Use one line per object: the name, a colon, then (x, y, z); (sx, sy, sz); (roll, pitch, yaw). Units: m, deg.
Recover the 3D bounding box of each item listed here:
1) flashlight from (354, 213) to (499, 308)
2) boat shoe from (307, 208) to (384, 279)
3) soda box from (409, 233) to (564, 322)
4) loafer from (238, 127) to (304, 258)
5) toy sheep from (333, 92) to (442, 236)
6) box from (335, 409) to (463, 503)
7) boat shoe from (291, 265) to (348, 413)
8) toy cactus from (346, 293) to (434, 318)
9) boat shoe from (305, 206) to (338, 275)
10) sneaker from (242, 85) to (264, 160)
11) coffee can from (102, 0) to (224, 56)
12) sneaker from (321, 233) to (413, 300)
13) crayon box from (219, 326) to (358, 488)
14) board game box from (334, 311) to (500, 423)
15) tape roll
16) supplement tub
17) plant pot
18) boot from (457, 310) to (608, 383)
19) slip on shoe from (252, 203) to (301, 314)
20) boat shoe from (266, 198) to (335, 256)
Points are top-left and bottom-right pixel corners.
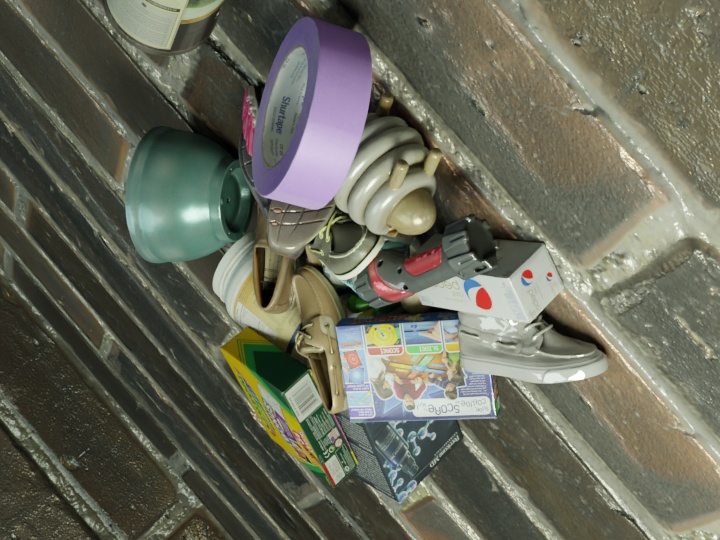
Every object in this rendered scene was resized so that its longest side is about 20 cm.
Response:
flashlight: (0.072, -0.013, 1.373); (0.067, 0.069, 0.199); (24, 151, -27)
boat shoe: (-0.028, -0.038, 1.454); (0.060, 0.072, 0.201); (45, 172, -16)
soda box: (0.139, 0.006, 1.409); (0.199, 0.068, 0.064); (9, 134, 55)
loafer: (-0.118, -0.107, 1.610); (0.063, 0.071, 0.202); (100, 152, -58)
toy sheep: (0.019, -0.119, 1.372); (0.201, 0.137, 0.139); (54, 159, 25)
box: (0.043, 0.206, 1.757); (0.106, 0.148, 0.202); (22, 144, 45)
boat shoe: (-0.052, 0.091, 1.623); (0.071, 0.064, 0.203); (-36, 75, 57)
toy cactus: (0.075, 0.061, 1.597); (0.199, 0.102, 0.167); (38, 135, 28)
boat shoe: (-0.047, -0.050, 1.645); (0.201, 0.071, 0.066); (96, 162, -53)
sneaker: (-0.092, -0.159, 1.566); (0.074, 0.086, 0.202); (106, 143, -57)
coffee can: (-0.215, -0.359, 1.394); (0.147, 0.146, 0.200); (49, 155, 0)
sneaker: (0.000, 0.000, 1.563); (0.076, 0.088, 0.200); (13, 159, -21)
crayon box: (-0.103, 0.197, 1.746); (0.172, 0.058, 0.202); (27, 149, 48)
board game box: (0.073, 0.125, 1.546); (0.197, 0.034, 0.138); (-3, 106, 18)
tape roll: (-0.057, -0.173, 1.336); (0.065, 0.204, 0.200); (12, 166, -22)
supplement tub: (-0.110, 0.046, 1.793); (0.199, 0.144, 0.145); (39, 154, 22)
plant pot: (-0.237, -0.106, 1.770); (0.132, 0.202, 0.202); (6, 138, 19)
boot: (0.193, 0.072, 1.411); (0.198, 0.073, 0.097); (1, 108, 39)
slip on shoe: (-0.120, -0.041, 1.677); (0.075, 0.060, 0.204); (7, 97, 27)
boat shoe: (-0.061, -0.090, 1.454); (0.074, 0.202, 0.074); (22, 146, 3)
